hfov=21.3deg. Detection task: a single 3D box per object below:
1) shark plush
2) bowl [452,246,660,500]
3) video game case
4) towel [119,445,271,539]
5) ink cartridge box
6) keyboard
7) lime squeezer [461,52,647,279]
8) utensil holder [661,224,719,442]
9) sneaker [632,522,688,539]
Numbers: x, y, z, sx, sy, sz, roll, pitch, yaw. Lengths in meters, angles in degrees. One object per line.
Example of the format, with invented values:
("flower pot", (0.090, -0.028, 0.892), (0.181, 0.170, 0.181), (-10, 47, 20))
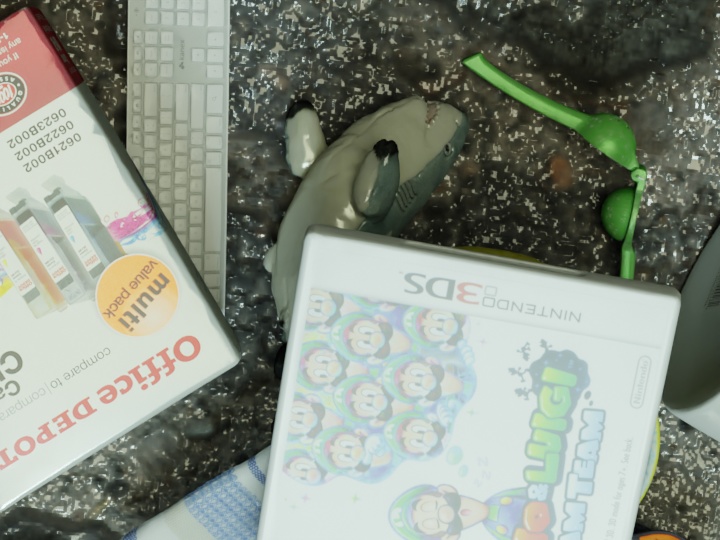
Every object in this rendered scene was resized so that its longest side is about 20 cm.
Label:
("shark plush", (0.000, 0.000, 1.044), (0.083, 0.091, 0.201), (14, 88, -42))
("bowl", (0.058, 0.057, 1.025), (0.199, 0.108, 0.201), (2, 127, 3))
("video game case", (0.047, 0.090, 0.932), (0.181, 0.024, 0.201), (10, 104, 1))
("towel", (-0.014, 0.145, 1.018), (0.200, 0.024, 0.147), (-34, 115, 25))
("ink cartridge box", (-0.171, -0.008, 0.960), (0.145, 0.145, 0.201), (-32, 99, -3))
("keyboard", (-0.100, -0.069, 1.043), (0.056, 0.011, 0.201), (0, 96, -11))
("lime squeezer", (0.131, -0.041, 1.078), (0.070, 0.038, 0.201), (-26, 101, -7))
("utensil holder", (0.289, 0.054, 1.053), (0.199, 0.170, 0.171), (28, 90, -12))
("sneaker", (0.172, 0.219, 1.093), (0.112, 0.077, 0.200), (-43, 120, -23))
